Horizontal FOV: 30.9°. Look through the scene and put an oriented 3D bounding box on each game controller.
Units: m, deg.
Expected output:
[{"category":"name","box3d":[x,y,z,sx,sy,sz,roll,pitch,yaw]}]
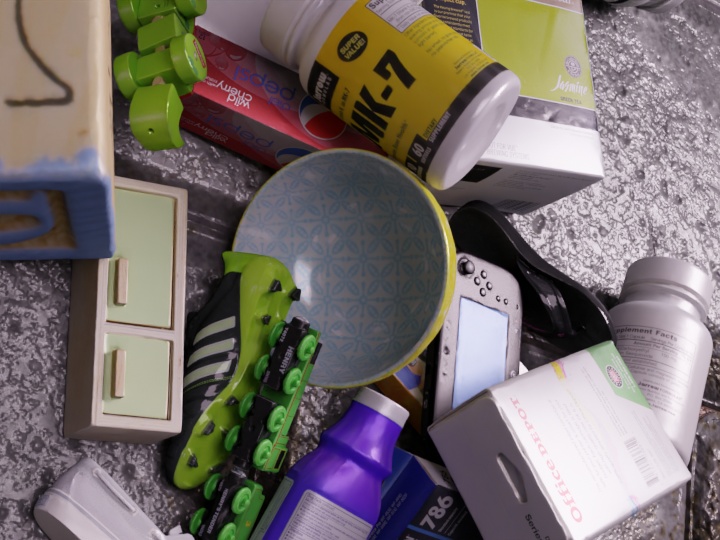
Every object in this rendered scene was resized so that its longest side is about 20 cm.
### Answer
[{"category":"game controller","box3d":[0.103,0.085,1.172,0.104,0.042,0.201,17,68,-28]}]

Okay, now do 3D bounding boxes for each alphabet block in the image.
[{"category":"alphabet block","box3d":[-0.271,-0.126,0.919,0.194,0.196,0.201,-1,75,-11]}]

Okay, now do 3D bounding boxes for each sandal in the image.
[{"category":"sandal","box3d":[0.157,0.020,1.248,0.200,0.075,0.048,42,47,2]}]

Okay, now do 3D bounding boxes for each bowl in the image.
[{"category":"bowl","box3d":[0.000,0.000,1.116,0.108,0.199,0.201,6,69,-66]}]

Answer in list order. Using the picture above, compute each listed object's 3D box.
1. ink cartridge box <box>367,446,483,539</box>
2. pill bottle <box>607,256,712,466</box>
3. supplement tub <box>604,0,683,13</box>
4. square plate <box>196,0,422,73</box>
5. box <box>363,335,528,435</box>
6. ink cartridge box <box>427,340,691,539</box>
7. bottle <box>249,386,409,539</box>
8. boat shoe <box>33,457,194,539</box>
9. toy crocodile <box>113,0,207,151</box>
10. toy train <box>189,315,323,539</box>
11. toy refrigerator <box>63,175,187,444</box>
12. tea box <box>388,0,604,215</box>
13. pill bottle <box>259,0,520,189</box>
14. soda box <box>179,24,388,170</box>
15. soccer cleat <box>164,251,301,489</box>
[{"category":"ink cartridge box","box3d":[0.081,0.228,1.130,0.199,0.100,0.039,25,20,-23]},{"category":"pill bottle","box3d":[0.286,0.093,1.289,0.114,0.114,0.201,31,61,-21]},{"category":"supplement tub","box3d":[0.263,-0.367,1.400,0.199,0.140,0.141,15,68,-28]},{"category":"square plate","box3d":[-0.067,-0.248,1.149,0.198,0.200,0.028,37,18,-17]},{"category":"box","box3d":[0.091,0.104,1.207,0.200,0.041,0.119,47,56,-9]},{"category":"ink cartridge box","box3d":[0.173,0.158,1.117,0.200,0.087,0.146,-13,70,-50]},{"category":"bottle","box3d":[-0.028,0.192,1.055,0.083,0.065,0.201,33,79,-24]},{"category":"boat shoe","box3d":[-0.157,0.223,0.999,0.200,0.072,0.069,41,58,-5]},{"category":"toy crocodile","box3d":[-0.157,-0.185,1.061,0.062,0.067,0.201,57,23,-49]},{"category":"toy train","box3d":[-0.078,0.132,1.041,0.056,0.042,0.201,27,85,-63]},{"category":"toy refrigerator","box3d":[-0.184,0.031,1.034,0.076,0.070,0.201,10,71,-30]},{"category":"tea box","box3d":[0.107,-0.171,1.243,0.199,0.133,0.198,6,73,-32]},{"category":"pill bottle","box3d":[0.022,-0.167,1.078,0.200,0.114,0.114,37,55,12]},{"category":"soda box","box3d":[-0.073,-0.133,1.138,0.199,0.070,0.064,23,65,-15]},{"category":"soccer cleat","box3d":[-0.117,0.080,1.069,0.067,0.081,0.201,33,78,-53]}]
